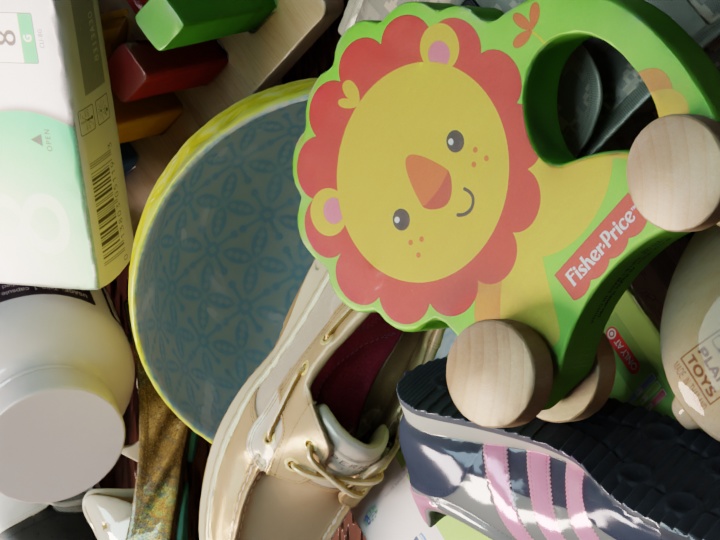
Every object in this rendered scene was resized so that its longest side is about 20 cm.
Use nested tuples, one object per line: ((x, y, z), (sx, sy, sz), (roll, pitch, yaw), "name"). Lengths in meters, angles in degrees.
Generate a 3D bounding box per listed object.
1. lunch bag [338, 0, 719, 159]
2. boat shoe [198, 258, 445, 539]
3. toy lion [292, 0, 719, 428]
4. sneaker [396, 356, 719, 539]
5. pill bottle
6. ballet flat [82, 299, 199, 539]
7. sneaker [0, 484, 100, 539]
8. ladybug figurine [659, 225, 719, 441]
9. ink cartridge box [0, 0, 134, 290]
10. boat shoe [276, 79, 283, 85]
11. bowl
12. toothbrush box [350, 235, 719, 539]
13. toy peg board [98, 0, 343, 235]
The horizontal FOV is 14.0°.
((0.101, -0.115, 1.330), (0.200, 0.118, 0.164), (-38, 57, 1), "lunch bag")
((-0.015, 0.071, 1.382), (0.069, 0.074, 0.200), (34, 104, 58), "boat shoe")
((0.062, -0.044, 1.249), (0.200, 0.069, 0.192), (-49, 64, 29), "toy lion")
((0.102, 0.104, 1.287), (0.200, 0.070, 0.082), (23, 128, 37), "sneaker")
((-0.187, 0.030, 1.558), (0.113, 0.112, 0.200), (-56, 35, 24), "pill bottle")
((-0.117, 0.108, 1.587), (0.071, 0.071, 0.201), (7, 89, 43), "ballet flat")
((-0.180, 0.091, 1.646), (0.089, 0.074, 0.200), (-47, 57, 31), "sneaker")
((0.218, 0.006, 1.256), (0.200, 0.072, 0.136), (-33, 72, 8), "ladybug figurine")
((-0.217, -0.077, 1.477), (0.199, 0.050, 0.161), (3, 114, 23), "ink cartridge box")
((-0.126, -0.109, 1.615), (0.200, 0.071, 0.091), (-18, 74, 40), "boat shoe")
((-0.025, -0.012, 1.459), (0.201, 0.200, 0.108), (-67, 21, 15), "bowl")
((0.101, 0.093, 1.377), (0.200, 0.086, 0.146), (-50, 56, 27), "toothbrush box")
((-0.147, -0.144, 1.501), (0.199, 0.098, 0.200), (-44, 74, 33), "toy peg board")
